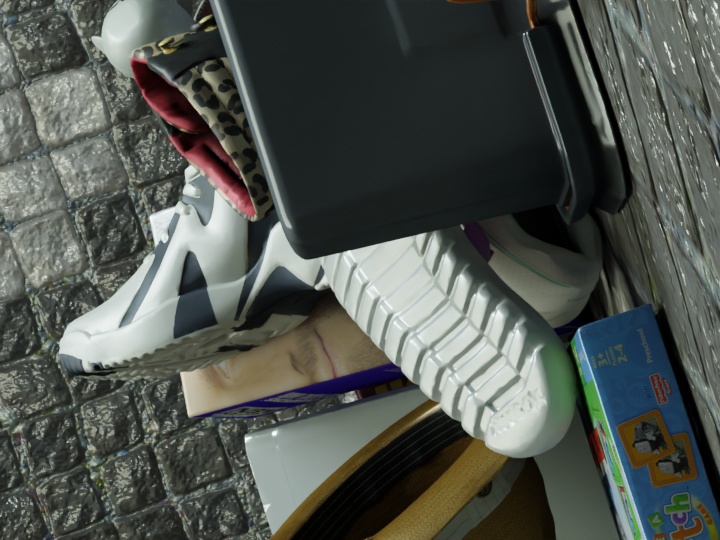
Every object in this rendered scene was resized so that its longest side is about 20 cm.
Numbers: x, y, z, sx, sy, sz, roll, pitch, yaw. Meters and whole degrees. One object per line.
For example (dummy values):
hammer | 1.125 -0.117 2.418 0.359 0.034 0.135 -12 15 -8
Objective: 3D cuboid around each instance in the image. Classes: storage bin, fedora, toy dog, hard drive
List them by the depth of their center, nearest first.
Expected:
storage bin | 0.011 -0.100 1.079 0.146 0.133 0.201 75 176 -85
fedora | 0.032 0.126 1.233 0.082 0.200 0.201 53 -177 -10
hard drive | 0.050 0.119 1.339 0.026 0.199 0.133 -24 -83 -63
toy dog | -0.069 -0.123 1.394 0.200 0.131 0.097 68 179 -68

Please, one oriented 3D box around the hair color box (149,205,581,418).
hair color box | 0.000 0.000 1.349 0.065 0.199 0.110 3 -108 -60

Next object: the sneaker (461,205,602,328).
sneaker | 0.048 -0.069 1.231 0.201 0.070 0.080 52 163 6

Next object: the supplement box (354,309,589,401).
supplement box | 0.048 0.019 1.436 0.103 0.130 0.201 71 180 -77

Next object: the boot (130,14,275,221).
boot | -0.035 -0.123 1.192 0.200 0.150 0.073 52 164 21

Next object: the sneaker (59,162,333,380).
sneaker | -0.069 -0.032 1.308 0.079 0.198 0.130 8 -119 -61

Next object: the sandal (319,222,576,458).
sandal | 0.037 0.005 1.194 0.203 0.050 0.083 57 130 32

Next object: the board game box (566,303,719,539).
board game box | 0.132 0.120 1.127 0.151 0.036 0.201 75 177 -83
